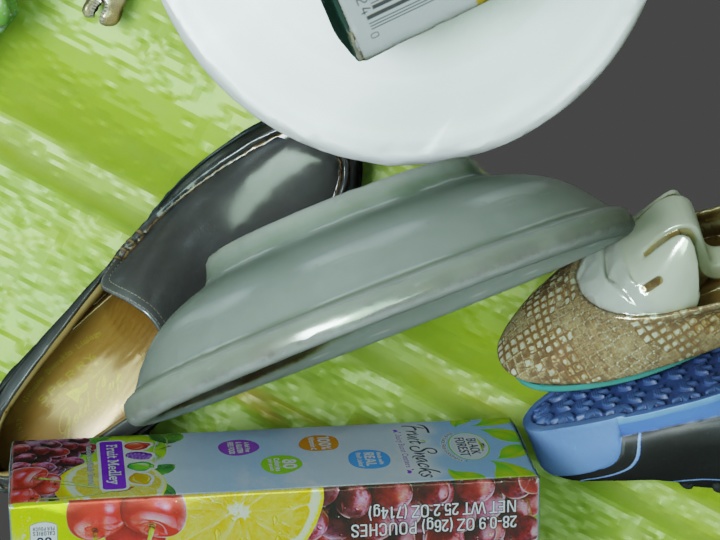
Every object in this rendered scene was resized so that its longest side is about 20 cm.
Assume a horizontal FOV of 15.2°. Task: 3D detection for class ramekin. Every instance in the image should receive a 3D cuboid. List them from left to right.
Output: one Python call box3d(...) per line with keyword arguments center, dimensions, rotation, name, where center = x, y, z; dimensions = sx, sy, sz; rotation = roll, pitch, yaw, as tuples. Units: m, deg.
box3d(center=(0.018, -0.145, 1.033), dimensions=(0.202, 0.094, 0.203), rotation=(0, 96, 4), name="ramekin")

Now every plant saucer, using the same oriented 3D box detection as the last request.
box3d(center=(0.000, 0.000, 0.990), dimensions=(0.200, 0.200, 0.050), rotation=(-22, 87, 6), name="plant saucer")

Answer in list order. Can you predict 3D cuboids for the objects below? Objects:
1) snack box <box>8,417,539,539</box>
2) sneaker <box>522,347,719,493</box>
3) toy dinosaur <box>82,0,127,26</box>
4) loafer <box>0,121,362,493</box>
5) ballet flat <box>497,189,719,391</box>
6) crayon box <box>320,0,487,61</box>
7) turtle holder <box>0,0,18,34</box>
box3d(center=(-0.033, 0.149, 1.044), dimensions=(0.199, 0.068, 0.169), rotation=(-1, 109, -6), name="snack box")
box3d(center=(0.167, 0.066, 1.055), dimensions=(0.199, 0.070, 0.078), rotation=(-12, 107, 11), name="sneaker")
box3d(center=(-0.113, -0.198, 1.048), dimensions=(0.101, 0.058, 0.201), rotation=(8, 122, 4), name="toy dinosaur")
box3d(center=(-0.074, 0.017, 1.065), dimensions=(0.073, 0.072, 0.200), rotation=(41, 96, 0), name="loafer")
box3d(center=(0.145, -0.009, 1.047), dimensions=(0.199, 0.071, 0.065), rotation=(-17, 133, -1), name="ballet flat")
box3d(center=(0.061, -0.173, 0.933), dimensions=(0.199, 0.051, 0.127), rotation=(-25, 111, -4), name="crayon box")
box3d(center=(-0.234, -0.134, 1.025), dimensions=(0.185, 0.141, 0.132), rotation=(32, 97, 15), name="turtle holder")
